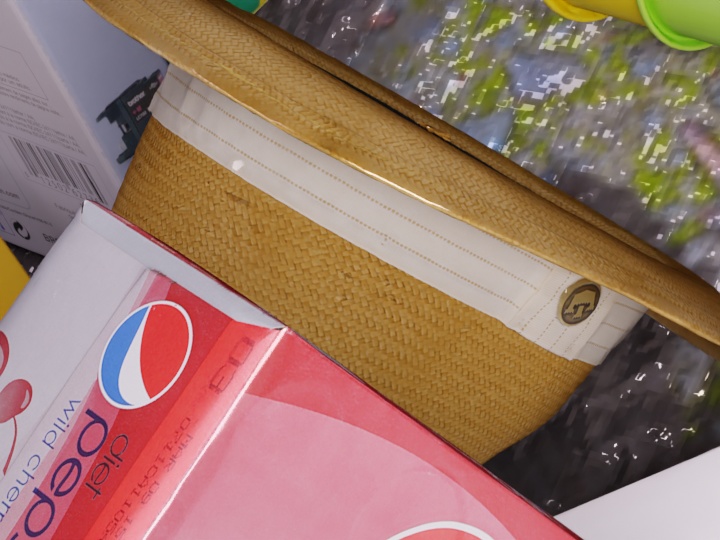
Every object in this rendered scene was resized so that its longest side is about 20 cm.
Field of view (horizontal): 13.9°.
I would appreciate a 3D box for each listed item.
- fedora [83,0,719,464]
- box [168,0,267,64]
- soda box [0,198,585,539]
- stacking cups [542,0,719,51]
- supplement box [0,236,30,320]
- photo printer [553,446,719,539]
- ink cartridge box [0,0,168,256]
[{"bbox_3d":[0.000,0.000,0.707,0.200,0.200,0.082,36,97,47],"label":"fedora"},{"bbox_3d":[-0.115,-0.153,0.963,0.048,0.117,0.200,-43,43,6],"label":"box"},{"bbox_3d":[0.009,0.069,0.542,0.063,0.200,0.070,30,85,47],"label":"soda box"},{"bbox_3d":[0.133,-0.073,0.745,0.200,0.060,0.061,20,76,43],"label":"stacking cups"},{"bbox_3d":[-0.181,0.075,0.779,0.197,0.199,0.133,48,140,47],"label":"supplement box"},{"bbox_3d":[0.071,0.127,0.650,0.200,0.069,0.167,-26,49,26],"label":"photo printer"},{"bbox_3d":[-0.113,-0.081,0.854,0.119,0.200,0.042,19,59,46],"label":"ink cartridge box"}]
